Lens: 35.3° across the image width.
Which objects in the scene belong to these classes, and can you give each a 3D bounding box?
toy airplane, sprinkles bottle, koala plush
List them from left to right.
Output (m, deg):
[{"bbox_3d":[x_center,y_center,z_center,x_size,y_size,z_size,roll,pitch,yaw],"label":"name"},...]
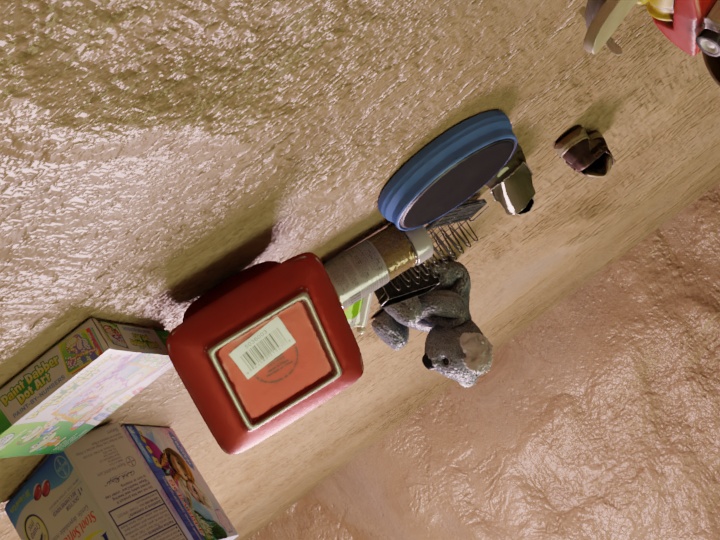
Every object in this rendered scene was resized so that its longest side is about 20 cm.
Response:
[{"bbox_3d":[0.000,0.000,1.498,0.199,0.069,0.068,-31,166,-15],"label":"sprinkles bottle"},{"bbox_3d":[0.151,0.104,1.932,0.183,0.201,0.178,-31,166,-18],"label":"koala plush"},{"bbox_3d":[0.282,-0.303,1.067,0.199,0.141,0.201,-11,116,-41],"label":"toy airplane"}]

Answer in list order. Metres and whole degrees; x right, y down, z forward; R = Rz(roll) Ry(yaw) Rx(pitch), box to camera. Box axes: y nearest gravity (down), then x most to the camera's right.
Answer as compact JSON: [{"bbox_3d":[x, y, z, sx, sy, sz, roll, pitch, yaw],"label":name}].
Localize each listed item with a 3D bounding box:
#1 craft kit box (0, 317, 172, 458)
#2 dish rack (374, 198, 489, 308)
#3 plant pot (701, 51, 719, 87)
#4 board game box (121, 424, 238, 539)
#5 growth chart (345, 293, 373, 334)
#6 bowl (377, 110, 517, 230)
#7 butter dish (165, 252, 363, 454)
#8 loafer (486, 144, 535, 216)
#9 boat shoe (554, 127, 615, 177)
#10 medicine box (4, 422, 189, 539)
[{"bbox_3d":[-0.315,0.132,1.243,0.199,0.049,0.197,-38,164,8],"label":"craft kit box"},{"bbox_3d":[0.111,-0.031,1.695,0.200,0.055,0.153,-45,164,33],"label":"dish rack"},{"bbox_3d":[0.588,-0.346,1.576,0.187,0.187,0.200,-45,178,36],"label":"plant pot"},{"bbox_3d":[-0.271,0.319,1.646,0.041,0.201,0.200,-35,167,3],"label":"board game box"},{"bbox_3d":[-0.060,0.063,1.564,0.199,0.018,0.146,-21,135,-27],"label":"growth chart"},{"bbox_3d":[0.113,-0.121,1.423,0.200,0.040,0.201,-33,166,-9],"label":"bowl"},{"bbox_3d":[-0.124,0.074,1.316,0.199,0.148,0.201,-30,126,-12],"label":"butter dish"},{"bbox_3d":[0.221,-0.123,1.609,0.075,0.070,0.200,-37,166,10],"label":"loafer"},{"bbox_3d":[0.360,-0.173,1.771,0.072,0.072,0.200,-39,166,16],"label":"boat shoe"},{"bbox_3d":[-0.355,0.342,1.514,0.182,0.201,0.103,-44,164,34],"label":"medicine box"}]
